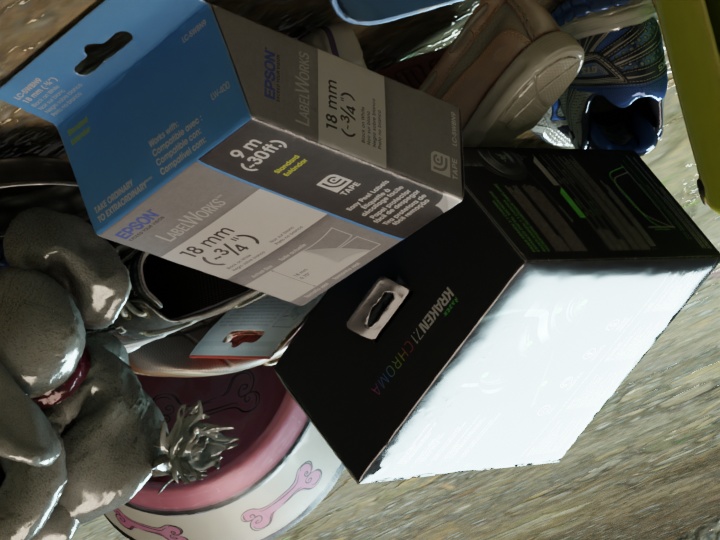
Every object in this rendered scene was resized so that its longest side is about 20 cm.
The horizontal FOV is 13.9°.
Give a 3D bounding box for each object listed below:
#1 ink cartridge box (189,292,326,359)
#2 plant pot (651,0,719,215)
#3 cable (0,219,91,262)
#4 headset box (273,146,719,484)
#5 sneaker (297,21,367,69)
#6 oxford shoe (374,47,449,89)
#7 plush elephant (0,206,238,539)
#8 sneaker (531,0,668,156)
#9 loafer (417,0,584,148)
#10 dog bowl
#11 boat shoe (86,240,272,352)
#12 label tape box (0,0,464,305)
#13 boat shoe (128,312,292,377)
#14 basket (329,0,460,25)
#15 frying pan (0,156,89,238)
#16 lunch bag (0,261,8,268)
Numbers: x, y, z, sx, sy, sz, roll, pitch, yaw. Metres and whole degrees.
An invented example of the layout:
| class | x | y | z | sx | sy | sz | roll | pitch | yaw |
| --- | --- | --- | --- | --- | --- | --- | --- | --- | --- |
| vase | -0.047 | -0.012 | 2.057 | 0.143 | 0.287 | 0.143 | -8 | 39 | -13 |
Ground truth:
| class | x | y | z | sx | sy | sz | roll | pitch | yaw |
| --- | --- | --- | --- | --- | --- | --- | --- | --- | --- |
| ink cartridge box | 0.000 | 0.000 | 1.748 | 0.200 | 0.050 | 0.109 | -46 | -160 | -22 |
| plant pot | 0.277 | -0.113 | 1.642 | 0.181 | 0.200 | 0.200 | -17 | 168 | 19 |
| cable | -0.146 | -0.002 | 1.798 | 0.200 | 0.051 | 0.163 | -4 | 157 | -41 |
| headset box | 0.073 | 0.024 | 1.641 | 0.200 | 0.093 | 0.174 | -3 | 137 | -48 |
| sneaker | -0.068 | -0.071 | 1.603 | 0.114 | 0.073 | 0.200 | -9 | 163 | -23 |
| oxford shoe | 0.013 | -0.081 | 1.715 | 0.200 | 0.071 | 0.074 | -29 | -173 | 35 |
| plush elephant | -0.184 | 0.065 | 1.605 | 0.200 | 0.155 | 0.165 | -16 | -150 | 36 |
| sneaker | 0.136 | -0.098 | 1.727 | 0.077 | 0.085 | 0.200 | -16 | 166 | -8 |
| loafer | 0.040 | -0.073 | 1.632 | 0.200 | 0.063 | 0.072 | -47 | 158 | 22 |
| dog bowl | -0.103 | 0.081 | 1.913 | 0.200 | 0.201 | 0.074 | -21 | 148 | 10 |
| boat shoe | -0.117 | 0.001 | 1.684 | 0.199 | 0.072 | 0.071 | -18 | 173 | 12 |
| label tape box | -0.069 | -0.061 | 1.499 | 0.200 | 0.063 | 0.144 | 20 | 145 | -32 |
| boat shoe | -0.066 | 0.030 | 1.822 | 0.200 | 0.076 | 0.072 | -15 | 161 | -32 |
| basket | 0.073 | -0.189 | 1.147 | 0.176 | 0.139 | 0.200 | -14 | 135 | -18 |
| frying pan | -0.222 | -0.029 | 1.639 | 0.190 | 0.031 | 0.115 | -18 | 165 | 39 |
| lunch bag | -0.307 | 0.059 | 1.688 | 0.200 | 0.128 | 0.170 | -39 | 163 | 36 |
